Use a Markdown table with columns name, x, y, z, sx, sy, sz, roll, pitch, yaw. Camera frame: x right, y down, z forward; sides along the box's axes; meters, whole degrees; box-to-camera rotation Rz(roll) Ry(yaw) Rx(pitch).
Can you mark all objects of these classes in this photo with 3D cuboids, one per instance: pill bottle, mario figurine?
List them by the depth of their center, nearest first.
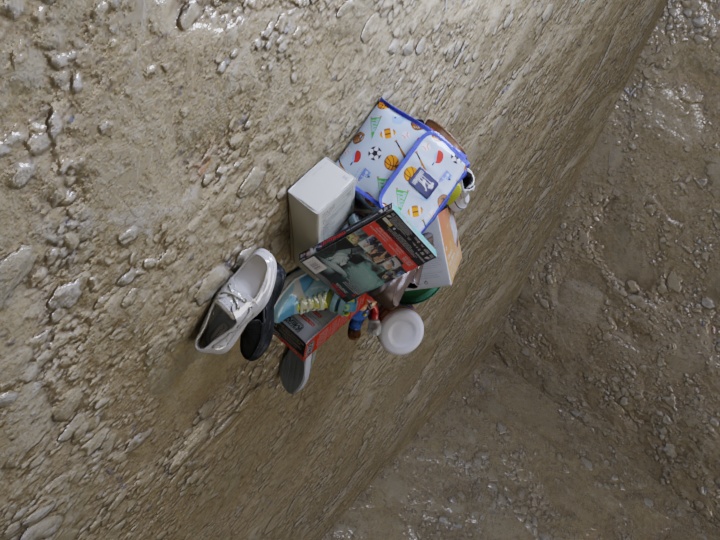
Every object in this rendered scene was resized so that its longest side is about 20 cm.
| name | x | y | z | sx | sy | sz | roll | pitch | yaw |
| --- | --- | --- | --- | --- | --- | --- | --- | --- | --- |
| mario figurine | -0.009 | 0.086 | 1.689 | 0.120 | 0.108 | 0.201 | -3 | 145 | -28 |
| pill bottle | 0.076 | 0.111 | 1.824 | 0.114 | 0.111 | 0.200 | -57 | -160 | 10 |

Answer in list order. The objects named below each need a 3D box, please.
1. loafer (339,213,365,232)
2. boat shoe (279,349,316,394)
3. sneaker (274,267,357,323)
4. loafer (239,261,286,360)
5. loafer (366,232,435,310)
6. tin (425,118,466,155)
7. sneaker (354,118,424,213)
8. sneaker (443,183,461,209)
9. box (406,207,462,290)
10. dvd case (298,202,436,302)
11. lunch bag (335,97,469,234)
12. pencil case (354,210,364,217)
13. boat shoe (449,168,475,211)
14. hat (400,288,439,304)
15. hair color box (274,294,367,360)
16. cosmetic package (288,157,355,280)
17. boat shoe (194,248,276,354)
| name | x | y | z | sx | sy | sz | roll | pitch | yaw |
| --- | --- | --- | --- | --- | --- | --- | --- | --- | --- |
| loafer | 0.005 | -0.055 | 1.382 | 0.062 | 0.073 | 0.199 | -37 | 161 | 12 |
| boat shoe | -0.121 | 0.180 | 1.649 | 0.062 | 0.071 | 0.204 | -25 | 142 | -50 |
| sneaker | -0.080 | 0.056 | 1.452 | 0.199 | 0.130 | 0.080 | -42 | 160 | -32 |
| loafer | -0.185 | 0.074 | 1.334 | 0.070 | 0.068 | 0.205 | -18 | 135 | -47 |
| loafer | 0.082 | 0.002 | 1.441 | 0.072 | 0.072 | 0.200 | -15 | -155 | 52 |
| tin | 0.174 | -0.247 | 1.599 | 0.042 | 0.112 | 0.200 | -42 | 160 | 0 |
| sneaker | 0.055 | -0.205 | 1.468 | 0.199 | 0.074 | 0.108 | -42 | 141 | -20 |
| sneaker | 0.107 | -0.135 | 1.438 | 0.073 | 0.084 | 0.199 | 16 | 141 | -41 |
| box | 0.134 | -0.086 | 1.575 | 0.153 | 0.103 | 0.205 | -56 | 136 | -60 |
| dvd case | 0.013 | -0.026 | 1.303 | 0.197 | 0.022 | 0.146 | -28 | 133 | 24 |
| lunch bag | 0.071 | -0.173 | 1.333 | 0.172 | 0.199 | 0.124 | -52 | 161 | -1 |
| pencil case | 0.002 | -0.038 | 1.536 | 0.088 | 0.087 | 0.201 | -50 | 154 | -10 |
| boat shoe | 0.200 | -0.179 | 1.535 | 0.200 | 0.064 | 0.074 | 47 | 40 | -60 |
| hat | 0.108 | -0.020 | 1.682 | 0.195 | 0.170 | 0.176 | -18 | 169 | -8 |
| hair color box | -0.081 | 0.076 | 1.527 | 0.199 | 0.101 | 0.062 | -39 | 158 | -36 |
| cosmetic package | -0.068 | -0.086 | 1.336 | 0.103 | 0.072 | 0.202 | -44 | 158 | -28 |
| boat shoe | -0.205 | 0.056 | 1.242 | 0.203 | 0.070 | 0.069 | -59 | 162 | 13 |
